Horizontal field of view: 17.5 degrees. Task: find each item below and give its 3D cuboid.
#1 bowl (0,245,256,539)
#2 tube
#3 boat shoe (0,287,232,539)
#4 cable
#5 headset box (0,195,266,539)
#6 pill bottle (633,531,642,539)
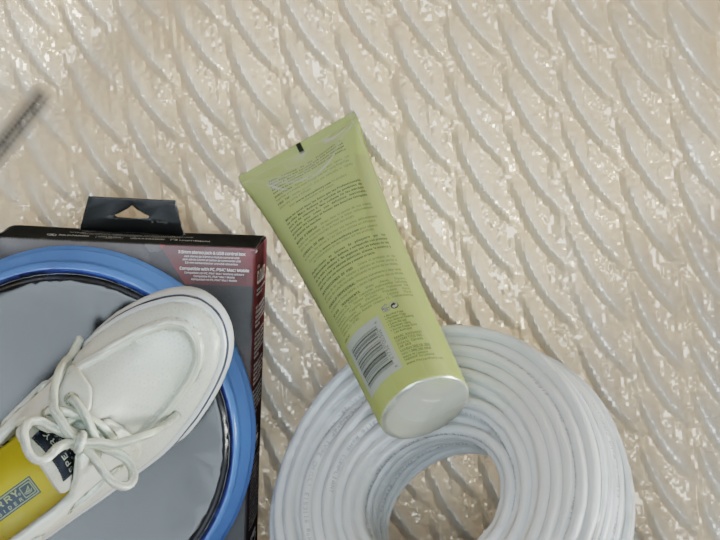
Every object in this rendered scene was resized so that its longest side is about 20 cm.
[{"bbox_3d":[-0.156,0.089,1.258,0.199,0.039,0.202,0,96,3],"label":"bowl"},{"bbox_3d":[0.000,0.000,1.276,0.058,0.201,0.052,-3,138,-29],"label":"tube"},{"bbox_3d":[-0.149,0.086,1.187,0.202,0.086,0.075,-38,93,6],"label":"boat shoe"},{"bbox_3d":[0.048,0.128,1.254,0.199,0.069,0.201,27,77,34],"label":"cable"},{"bbox_3d":[-0.129,0.059,1.312,0.148,0.077,0.202,3,97,2],"label":"headset box"},{"bbox_3d":[0.084,0.222,1.301,0.199,0.116,0.116,-35,93,5],"label":"pill bottle"}]
